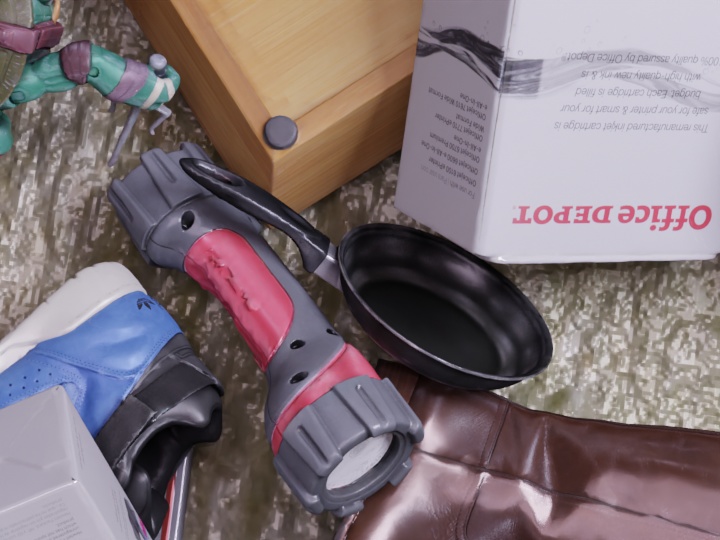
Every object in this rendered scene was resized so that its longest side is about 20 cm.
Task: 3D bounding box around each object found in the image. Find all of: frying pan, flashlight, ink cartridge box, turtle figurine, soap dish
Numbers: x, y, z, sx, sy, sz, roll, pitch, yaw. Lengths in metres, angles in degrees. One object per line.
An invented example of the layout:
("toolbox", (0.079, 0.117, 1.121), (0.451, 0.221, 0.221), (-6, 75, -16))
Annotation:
("frying pan", (0.006, 0.011, 1.280), (0.189, 0.115, 0.031), (14, 121, -27))
("flashlight", (-0.051, 0.024, 1.286), (0.068, 0.068, 0.200), (-37, 62, -5))
("ink cartridge box", (0.107, -0.112, 1.256), (0.144, 0.084, 0.201), (-1, 107, -31))
("ink cartridge box", (-0.144, 0.160, 1.245), (0.115, 0.201, 0.068), (-22, 39, 3))
("turtle figurine", (-0.157, -0.117, 1.298), (0.149, 0.101, 0.201), (26, 109, 21))
("soap dish", (-0.004, -0.140, 1.335), (0.199, 0.081, 0.158), (-32, 80, -2))

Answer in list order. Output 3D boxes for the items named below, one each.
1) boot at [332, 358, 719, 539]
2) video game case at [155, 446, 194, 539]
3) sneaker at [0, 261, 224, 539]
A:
("boot", (0.082, 0.148, 1.292), (0.199, 0.064, 0.188), (15, 83, 1))
("video game case", (-0.185, 0.121, 1.330), (0.199, 0.017, 0.144), (6, 80, 4))
("sneaker", (-0.152, 0.099, 1.283), (0.200, 0.077, 0.111), (-41, 71, -11))
